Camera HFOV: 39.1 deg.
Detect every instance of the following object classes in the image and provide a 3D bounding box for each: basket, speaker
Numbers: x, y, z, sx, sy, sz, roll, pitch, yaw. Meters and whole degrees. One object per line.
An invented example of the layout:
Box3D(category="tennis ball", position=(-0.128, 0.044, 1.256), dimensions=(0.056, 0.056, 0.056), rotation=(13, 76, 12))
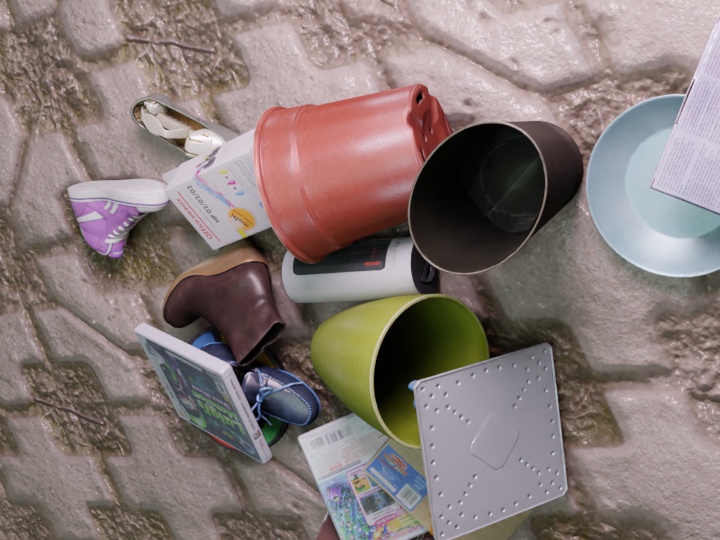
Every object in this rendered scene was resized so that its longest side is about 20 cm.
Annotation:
Box3D(category="basket", position=(0.165, -0.098, 1.125), dimensions=(0.136, 0.200, 0.180), rotation=(44, 122, 11))
Box3D(category="speaker", position=(0.000, 0.000, 1.322), dimensions=(0.199, 0.081, 0.082), rotation=(-3, 103, 31))

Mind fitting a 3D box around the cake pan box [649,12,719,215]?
Box3D(category="cake pan box", position=(0.413, -0.142, 1.019), dimensions=(0.184, 0.052, 0.201), rotation=(21, 102, 10))

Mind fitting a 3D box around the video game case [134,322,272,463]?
Box3D(category="video game case", position=(-0.222, 0.172, 1.429), dimensions=(0.200, 0.023, 0.182), rotation=(19, 140, 40))

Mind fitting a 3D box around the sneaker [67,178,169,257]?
Box3D(category="sneaker", position=(-0.348, -0.075, 1.512), dimensions=(0.200, 0.073, 0.115), rotation=(4, 111, 40))

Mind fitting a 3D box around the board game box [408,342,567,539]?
Box3D(category="board game box", position=(0.157, 0.205, 1.232), dimensions=(0.026, 0.199, 0.201), rotation=(10, 111, 61))

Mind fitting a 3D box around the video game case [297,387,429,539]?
Box3D(category="video game case", position=(0.042, 0.265, 1.347), dimensions=(0.199, 0.024, 0.183), rotation=(-24, 86, 4))

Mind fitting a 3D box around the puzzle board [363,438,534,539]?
Box3D(category="puzzle board", position=(0.125, 0.269, 1.319), dimensions=(0.200, 0.017, 0.151), rotation=(41, 93, 6))

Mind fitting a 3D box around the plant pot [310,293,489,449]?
Box3D(category="plant pot", position=(0.027, 0.113, 1.286), dimensions=(0.200, 0.187, 0.188), rotation=(8, 110, 53))

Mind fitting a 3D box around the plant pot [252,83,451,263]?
Box3D(category="plant pot", position=(0.005, -0.126, 1.225), dimensions=(0.195, 0.201, 0.202), rotation=(-13, 98, 24))

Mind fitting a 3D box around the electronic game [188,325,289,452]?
Box3D(category="electronic game", position=(-0.186, 0.176, 1.504), dimensions=(0.199, 0.042, 0.201), rotation=(9, 109, 27))

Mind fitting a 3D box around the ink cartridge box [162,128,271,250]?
Box3D(category="ink cartridge box", position=(-0.181, -0.103, 1.378), dimensions=(0.200, 0.068, 0.115), rotation=(-20, 122, 33))

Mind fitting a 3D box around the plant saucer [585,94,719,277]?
Box3D(category="plant saucer", position=(0.350, -0.094, 1.115), dimensions=(0.200, 0.039, 0.202), rotation=(8, 107, 27))

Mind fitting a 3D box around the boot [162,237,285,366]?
Box3D(category="boot", position=(-0.197, 0.066, 1.426), dimensions=(0.200, 0.072, 0.167), rotation=(-41, 53, 25))

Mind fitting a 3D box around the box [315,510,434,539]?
Box3D(category="box", position=(0.047, 0.378, 1.385), dimensions=(0.199, 0.075, 0.100), rotation=(17, 68, 24))

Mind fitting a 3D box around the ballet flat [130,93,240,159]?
Box3D(category="ballet flat", position=(-0.239, -0.184, 1.414), dimensions=(0.200, 0.064, 0.068), rotation=(31, 118, 19))

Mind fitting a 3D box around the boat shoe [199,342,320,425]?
Box3D(category="boat shoe", position=(-0.154, 0.171, 1.426), dimensions=(0.199, 0.069, 0.084), rotation=(20, 107, 20))
